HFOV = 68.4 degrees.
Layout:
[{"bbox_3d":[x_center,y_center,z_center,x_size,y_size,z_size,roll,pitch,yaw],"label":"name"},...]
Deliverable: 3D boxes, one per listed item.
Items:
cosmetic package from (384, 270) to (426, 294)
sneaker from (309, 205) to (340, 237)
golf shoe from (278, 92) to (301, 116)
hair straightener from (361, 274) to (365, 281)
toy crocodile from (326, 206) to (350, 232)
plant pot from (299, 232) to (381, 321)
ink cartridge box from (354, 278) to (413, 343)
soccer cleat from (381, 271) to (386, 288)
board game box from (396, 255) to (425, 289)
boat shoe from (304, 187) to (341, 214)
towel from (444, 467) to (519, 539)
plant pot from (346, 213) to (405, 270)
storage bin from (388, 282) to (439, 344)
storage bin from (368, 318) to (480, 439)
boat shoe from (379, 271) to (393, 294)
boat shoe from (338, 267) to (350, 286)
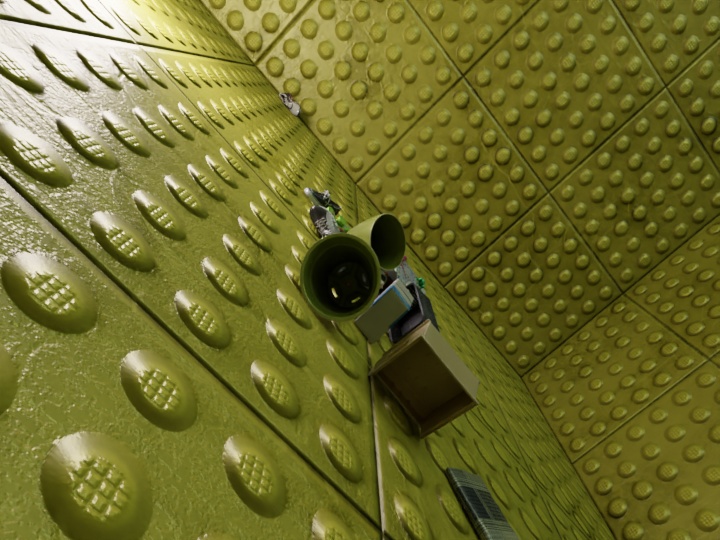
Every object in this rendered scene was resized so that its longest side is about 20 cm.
[{"bbox_3d":[0.147,0.044,2.030,0.202,0.107,0.085,52,43,-2],"label":"cosmetic package"},{"bbox_3d":[-0.112,-0.134,1.756,0.202,0.075,0.115,52,14,5],"label":"sneaker"},{"bbox_3d":[-0.446,-1.043,3.336,0.087,0.078,0.202,-2,48,-49],"label":"golf shoe"},{"bbox_3d":[0.000,0.000,1.744,0.077,0.040,0.206,36,33,-68],"label":"hair straightener"},{"bbox_3d":[-0.104,-0.172,1.920,0.199,0.066,0.064,33,39,-51],"label":"toy crocodile"},{"bbox_3d":[-0.038,0.026,1.324,0.202,0.199,0.190,51,0,10],"label":"plant pot"},{"bbox_3d":[0.073,0.112,1.519,0.085,0.146,0.200,47,12,3],"label":"ink cartridge box"},{"bbox_3d":[0.054,0.018,1.880,0.082,0.071,0.200,16,17,2],"label":"soccer cleat"},{"bbox_3d":[0.183,0.069,1.896,0.200,0.025,0.205,48,37,-42],"label":"board game box"},{"bbox_3d":[-0.144,-0.277,2.084,0.198,0.068,0.074,39,15,-44],"label":"boat shoe"},{"bbox_3d":[0.286,0.564,1.247,0.199,0.034,0.194,35,16,-46],"label":"towel"},{"bbox_3d":[0.028,-0.095,1.852,0.196,0.192,0.186,-1,-32,46],"label":"plant pot"},{"bbox_3d":[0.162,0.157,1.696,0.094,0.134,0.203,43,21,-29],"label":"storage bin"},{"bbox_3d":[0.147,0.258,1.246,0.201,0.198,0.094,48,29,-3],"label":"storage bin"},{"bbox_3d":[0.097,0.065,1.929,0.072,0.069,0.200,64,-8,-29],"label":"boat shoe"},{"bbox_3d":[-0.043,0.016,1.549,0.063,0.074,0.201,42,6,8],"label":"boat shoe"}]
